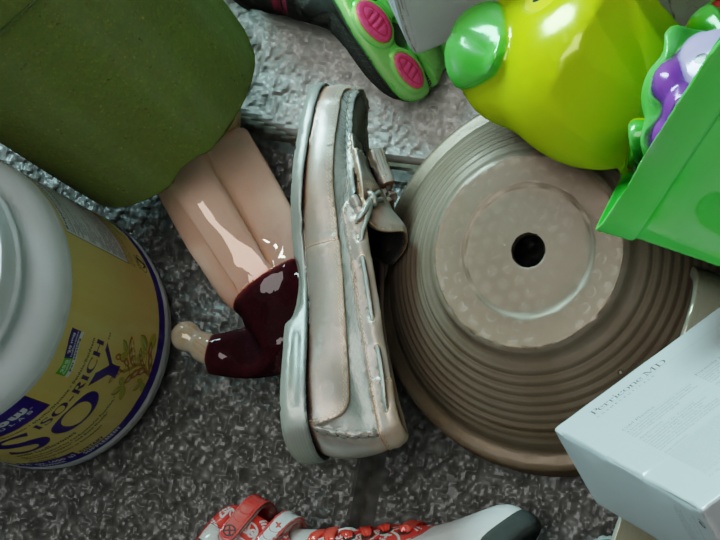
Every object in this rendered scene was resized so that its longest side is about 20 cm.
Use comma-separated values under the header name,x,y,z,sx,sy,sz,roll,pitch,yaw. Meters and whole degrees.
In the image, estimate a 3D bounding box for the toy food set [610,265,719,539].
name,x,y,z,sx,sy,sz,roll,pitch,yaw
toy food set,0.195,0.113,1.264,0.143,0.060,0.201,20,82,-5

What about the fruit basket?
name,x,y,z,sx,sy,sz,roll,pitch,yaw
fruit basket,0.150,-0.100,1.237,0.216,0.215,0.156,44,121,21

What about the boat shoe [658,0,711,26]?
name,x,y,z,sx,sy,sz,roll,pitch,yaw
boat shoe,0.167,-0.214,1.355,0.060,0.071,0.203,2,91,63

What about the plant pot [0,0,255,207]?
name,x,y,z,sx,sy,sz,roll,pitch,yaw
plant pot,-0.159,-0.134,1.350,0.199,0.190,0.201,-29,36,24

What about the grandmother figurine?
name,x,y,z,sx,sy,sz,roll,pitch,yaw
grandmother figurine,-0.048,0.009,1.382,0.121,0.060,0.200,-41,66,16

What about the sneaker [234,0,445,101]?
name,x,y,z,sx,sy,sz,roll,pitch,yaw
sneaker,-0.027,-0.168,1.411,0.077,0.084,0.200,-35,79,-35

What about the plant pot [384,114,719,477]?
name,x,y,z,sx,sy,sz,roll,pitch,yaw
plant pot,0.095,-0.002,1.317,0.200,0.093,0.202,-4,76,18

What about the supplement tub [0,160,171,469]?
name,x,y,z,sx,sy,sz,roll,pitch,yaw
supplement tub,-0.196,0.020,1.352,0.145,0.200,0.146,-4,78,18

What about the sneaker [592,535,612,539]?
name,x,y,z,sx,sy,sz,roll,pitch,yaw
sneaker,0.087,0.224,1.292,0.087,0.074,0.201,30,97,11

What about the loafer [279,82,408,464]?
name,x,y,z,sx,sy,sz,roll,pitch,yaw
loafer,0.000,0.000,1.317,0.062,0.072,0.201,-3,69,17

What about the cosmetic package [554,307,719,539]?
name,x,y,z,sx,sy,sz,roll,pitch,yaw
cosmetic package,0.203,0.048,1.162,0.200,0.151,0.052,-35,112,-11

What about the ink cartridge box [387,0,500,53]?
name,x,y,z,sx,sy,sz,roll,pitch,yaw
ink cartridge box,0.054,-0.224,1.323,0.147,0.086,0.201,-21,49,-1

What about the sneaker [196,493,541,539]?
name,x,y,z,sx,sy,sz,roll,pitch,yaw
sneaker,-0.014,0.149,1.335,0.201,0.067,0.108,-36,72,11
